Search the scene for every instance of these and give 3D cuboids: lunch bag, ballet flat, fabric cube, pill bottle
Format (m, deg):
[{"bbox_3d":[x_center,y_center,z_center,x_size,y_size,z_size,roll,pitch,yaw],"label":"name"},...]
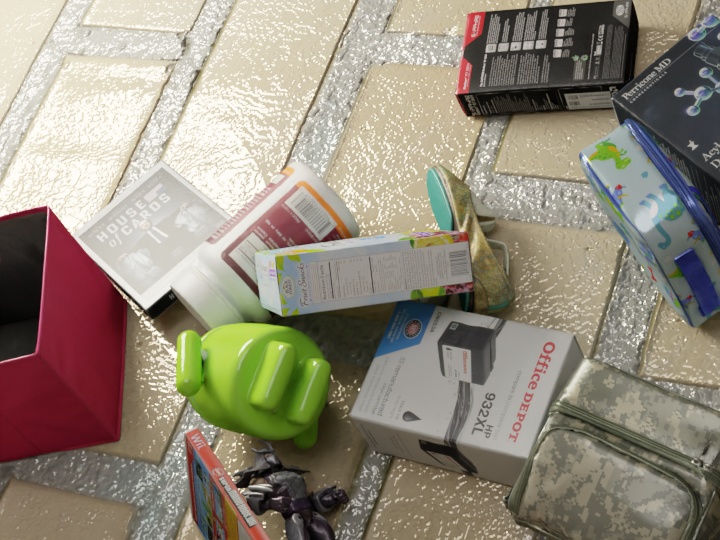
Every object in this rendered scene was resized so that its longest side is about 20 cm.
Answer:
[{"bbox_3d":[0.253,0.200,1.480,0.200,0.139,0.168,24,71,29],"label":"lunch bag"},{"bbox_3d":[0.123,-0.035,1.743,0.070,0.071,0.200,-20,52,8],"label":"ballet flat"},{"bbox_3d":[-0.392,0.079,1.780,0.199,0.199,0.197,-13,55,13],"label":"fabric cube"},{"bbox_3d":[-0.107,-0.015,1.783,0.200,0.114,0.114,-42,53,-9],"label":"pill bottle"},{"bbox_3d":[0.302,-0.043,1.585,0.082,0.200,0.161,-33,50,7],"label":"lunch bag"}]

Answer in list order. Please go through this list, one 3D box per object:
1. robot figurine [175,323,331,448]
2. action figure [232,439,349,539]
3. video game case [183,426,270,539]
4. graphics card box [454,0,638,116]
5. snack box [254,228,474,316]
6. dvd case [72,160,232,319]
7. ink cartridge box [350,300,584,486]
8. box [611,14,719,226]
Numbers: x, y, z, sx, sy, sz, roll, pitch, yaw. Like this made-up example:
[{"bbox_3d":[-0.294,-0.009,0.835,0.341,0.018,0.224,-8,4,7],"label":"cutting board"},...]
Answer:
[{"bbox_3d":[-0.109,0.113,1.665,0.200,0.175,0.116,1,70,59],"label":"robot figurine"},{"bbox_3d":[-0.054,0.250,1.592,0.069,0.130,0.200,-49,60,33],"label":"action figure"},{"bbox_3d":[-0.121,0.268,1.585,0.017,0.143,0.200,-22,49,-22],"label":"video game case"},{"bbox_3d":[0.216,-0.245,1.847,0.199,0.051,0.126,-3,57,21],"label":"graphics card box"},{"bbox_3d":[0.000,0.000,1.659,0.199,0.169,0.068,-9,94,-11],"label":"snack box"},{"bbox_3d":[-0.238,-0.039,1.886,0.150,0.025,0.200,-41,45,-12],"label":"dvd case"},{"bbox_3d":[0.112,0.124,1.621,0.199,0.084,0.145,11,63,27],"label":"ink cartridge box"},{"bbox_3d":[0.389,-0.146,1.678,0.148,0.107,0.200,-40,52,-7],"label":"box"}]
